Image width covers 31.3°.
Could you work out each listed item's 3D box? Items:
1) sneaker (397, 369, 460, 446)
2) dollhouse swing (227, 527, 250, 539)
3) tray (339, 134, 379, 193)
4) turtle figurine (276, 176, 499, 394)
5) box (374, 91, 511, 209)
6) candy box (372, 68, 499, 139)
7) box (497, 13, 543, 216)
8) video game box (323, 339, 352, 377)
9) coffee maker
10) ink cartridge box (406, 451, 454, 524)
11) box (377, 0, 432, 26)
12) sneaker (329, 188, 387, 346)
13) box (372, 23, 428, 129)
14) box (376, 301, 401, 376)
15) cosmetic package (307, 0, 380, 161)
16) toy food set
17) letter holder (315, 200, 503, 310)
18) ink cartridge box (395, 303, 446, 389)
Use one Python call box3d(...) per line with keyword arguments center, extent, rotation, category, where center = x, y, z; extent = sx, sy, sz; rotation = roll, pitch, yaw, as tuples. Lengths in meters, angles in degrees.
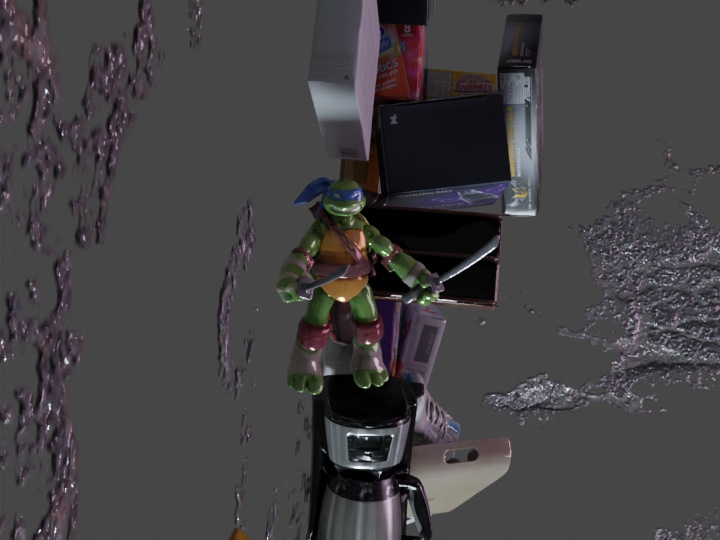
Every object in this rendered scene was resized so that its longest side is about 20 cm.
box3d(center=(0.080, 0.178, 1.550), extent=(0.201, 0.085, 0.076), rotation=(90, 7, -65), category="sneaker")
box3d(center=(-0.108, 0.310, 0.796), extent=(0.182, 0.175, 0.200), rotation=(50, 18, -12), category="dollhouse swing")
box3d(center=(0.000, -0.116, 1.635), extent=(0.200, 0.036, 0.100), rotation=(18, 76, -86), category="tray")
box3d(center=(-0.004, 0.031, 1.158), extent=(0.143, 0.199, 0.196), rotation=(-28, 135, -42), category="turtle figurine")
box3d(center=(0.094, -0.134, 1.523), extent=(0.200, 0.146, 0.106), rotation=(77, 7, -86), category="box")
box3d(center=(0.092, -0.212, 1.675), extent=(0.026, 0.197, 0.104), rotation=(88, 8, -75), category="candy box")
box3d(center=(0.200, -0.193, 1.588), extent=(0.159, 0.048, 0.202), rotation=(-75, 163, -55), category="box")
box3d(center=(-0.015, 0.140, 1.630), extent=(0.183, 0.046, 0.202), rotation=(-75, 168, -54), category="video game box")
box3d(center=(-0.010, 0.221, 1.440), extent=(0.192, 0.133, 0.203), rotation=(28, -62, 57), category="coffee maker")
box3d(center=(0.046, 0.286, 1.767), extent=(0.200, 0.067, 0.117), rotation=(-34, -138, 51), category="ink cartridge box")
box3d(center=(0.039, -0.400, 1.463), extent=(0.201, 0.103, 0.184), rotation=(-76, 171, -60), category="box")
box3d(center=(0.000, 0.000, 1.471), extent=(0.077, 0.081, 0.202), rotation=(-76, 169, -61), category="sneaker")
box3d(center=(0.031, -0.235, 1.549), extent=(0.200, 0.094, 0.101), rotation=(43, 51, -83), category="box")
box3d(center=(0.028, 0.061, 1.586), extent=(0.137, 0.038, 0.203), rotation=(85, 10, -67), category="box")
box3d(center=(-0.013, -0.220, 1.314), extent=(0.200, 0.051, 0.153), rotation=(77, 20, -73), category="cosmetic package")
box3d(center=(0.076, 0.253, 1.574), extent=(0.200, 0.142, 0.061), rotation=(-49, -130, 51), category="toy food set")
box3d(center=(0.046, -0.017, 1.324), extent=(0.142, 0.197, 0.102), rotation=(10, 85, -84), category="letter holder")
box3d(center=(0.045, 0.100, 1.716), extent=(0.200, 0.050, 0.164), rotation=(-131, -125, -64), category="ink cartridge box")
